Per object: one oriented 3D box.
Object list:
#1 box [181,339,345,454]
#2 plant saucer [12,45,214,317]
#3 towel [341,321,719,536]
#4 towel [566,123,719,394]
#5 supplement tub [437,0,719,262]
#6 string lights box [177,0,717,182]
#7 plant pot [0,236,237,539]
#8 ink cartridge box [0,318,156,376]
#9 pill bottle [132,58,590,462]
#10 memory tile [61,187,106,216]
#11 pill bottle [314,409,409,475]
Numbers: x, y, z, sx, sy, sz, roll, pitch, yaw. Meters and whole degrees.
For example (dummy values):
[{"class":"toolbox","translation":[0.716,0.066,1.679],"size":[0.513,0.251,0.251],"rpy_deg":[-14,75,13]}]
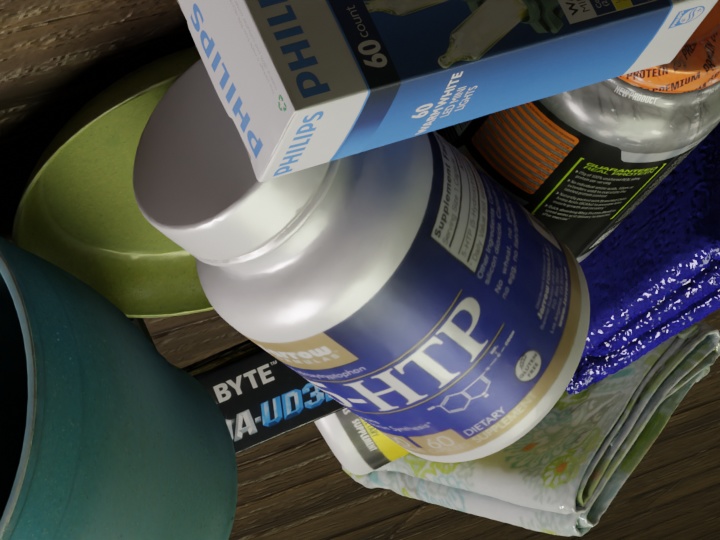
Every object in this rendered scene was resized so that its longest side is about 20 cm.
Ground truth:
[{"class":"box","translation":[-0.027,0.050,1.325],"size":[0.199,0.046,0.159],"rpy_deg":[-23,-178,-5]},{"class":"plant saucer","translation":[-0.065,-0.047,1.142],"size":[0.198,0.031,0.200],"rpy_deg":[-17,151,-9]},{"class":"towel","translation":[0.104,0.076,1.541],"size":[0.199,0.048,0.171],"rpy_deg":[9,-132,44]},{"class":"towel","translation":[0.154,-0.047,1.268],"size":[0.049,0.201,0.148],"rpy_deg":[27,139,-21]},{"class":"supplement tub","translation":[0.099,-0.086,1.159],"size":[0.122,0.123,0.200],"rpy_deg":[-17,163,-28]},{"class":"string lights box","translation":[0.032,-0.115,0.997],"size":[0.199,0.103,0.059],"rpy_deg":[-18,161,-26]},{"class":"plant pot","translation":[-0.159,0.085,1.110],"size":[0.199,0.201,0.188],"rpy_deg":[-32,151,24]},{"class":"ink cartridge box","translation":[-0.174,0.052,1.303],"size":[0.104,0.060,0.200],"rpy_deg":[-33,163,24]},{"class":"pill bottle","translation":[-0.001,-0.010,1.077],"size":[0.119,0.120,0.200],"rpy_deg":[-32,135,23]},{"class":"memory tile","translation":[-0.068,-0.044,1.237],"size":[0.152,0.017,0.200],"rpy_deg":[-27,164,6]},{"class":"pill bottle","translation":[0.060,0.029,1.493],"size":[0.199,0.115,0.114],"rpy_deg":[-28,164,7]}]
